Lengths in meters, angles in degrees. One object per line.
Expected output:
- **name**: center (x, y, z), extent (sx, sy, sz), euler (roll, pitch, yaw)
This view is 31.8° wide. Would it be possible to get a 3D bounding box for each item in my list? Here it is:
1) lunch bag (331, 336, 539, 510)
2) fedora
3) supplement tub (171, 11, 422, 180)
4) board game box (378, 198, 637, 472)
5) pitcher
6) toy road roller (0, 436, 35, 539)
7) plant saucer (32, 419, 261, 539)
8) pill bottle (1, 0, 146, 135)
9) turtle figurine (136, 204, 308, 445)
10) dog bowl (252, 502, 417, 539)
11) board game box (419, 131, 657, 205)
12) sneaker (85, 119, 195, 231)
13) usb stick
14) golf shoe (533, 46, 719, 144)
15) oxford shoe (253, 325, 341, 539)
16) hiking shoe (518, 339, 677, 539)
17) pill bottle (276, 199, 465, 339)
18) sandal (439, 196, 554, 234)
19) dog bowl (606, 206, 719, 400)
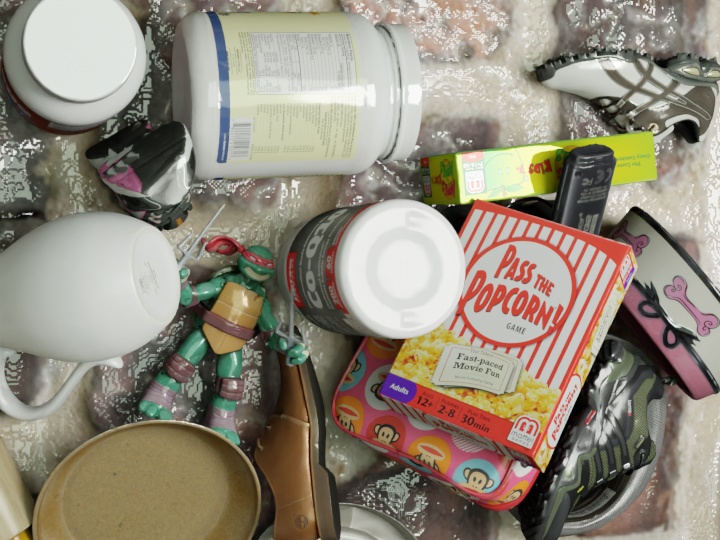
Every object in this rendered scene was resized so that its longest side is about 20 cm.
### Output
- **lunch bag**: center (0.088, 0.103, 1.143), extent (0.177, 0.199, 0.082), euler (-61, 147, -7)
- **fedora**: center (0.198, 0.154, 1.225), extent (0.176, 0.090, 0.201), euler (9, 92, -16)
- **supplement tub**: center (-0.059, -0.154, 1.109), extent (0.199, 0.145, 0.146), euler (-3, 93, -16)
- **board game box**: center (0.127, 0.051, 1.081), extent (0.201, 0.151, 0.046), euler (-63, 150, -15)
- **pitcher**: center (-0.248, 0.042, 1.058), extent (0.199, 0.121, 0.172), euler (-10, 114, 20)
- **toy road roller**: center (-0.369, 0.223, 1.032), extent (0.199, 0.146, 0.123), euler (-27, 100, -13)
- **plant saucer**: center (-0.189, 0.208, 1.115), extent (0.199, 0.035, 0.201), euler (-8, 119, -14)
- **pill bottle**: center (-0.235, -0.172, 1.027), extent (0.112, 0.200, 0.113), euler (-1, 92, -16)
- **turtle figurine**: center (-0.116, 0.049, 1.125), extent (0.149, 0.101, 0.201), euler (24, 98, -1)
- **dog bowl**: center (-0.031, 0.311, 1.182), extent (0.199, 0.059, 0.201), euler (0, 92, -16)
- **board game box**: center (0.167, -0.097, 1.200), extent (0.199, 0.102, 0.048), euler (-8, 94, -16)
- **sneaker**: center (-0.167, -0.072, 1.058), extent (0.080, 0.200, 0.087), euler (-33, 110, -7)
- **usb stick**: center (0.194, -0.023, 1.169), extent (0.055, 0.033, 0.201), euler (-10, 127, -25)
- **golf shoe**: center (0.266, -0.168, 1.240), extent (0.199, 0.078, 0.095), euler (2, 92, -15)
- **oxford shoe**: center (-0.065, 0.147, 1.141), extent (0.071, 0.071, 0.201), euler (-9, 68, 7)
- **hiking shoe**: center (0.219, 0.169, 1.145), extent (0.100, 0.076, 0.201), euler (28, 86, -12)
- **pill bottle**: center (0.000, 0.000, 1.099), extent (0.113, 0.200, 0.115), euler (0, 89, -21)
- **sandal**: center (0.160, -0.037, 1.197), extent (0.199, 0.045, 0.075), euler (-3, 66, -37)
- **dog bowl**: center (0.294, 0.038, 1.202), extent (0.074, 0.200, 0.200), euler (-38, 102, 5)
